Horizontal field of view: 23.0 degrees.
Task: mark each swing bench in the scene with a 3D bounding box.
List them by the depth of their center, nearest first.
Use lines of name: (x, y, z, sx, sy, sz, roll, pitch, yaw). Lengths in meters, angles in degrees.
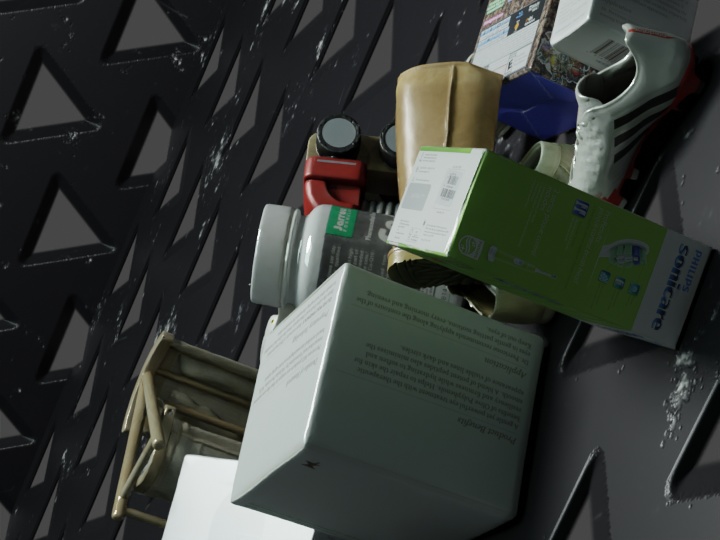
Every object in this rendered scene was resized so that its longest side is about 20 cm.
swing bench: (-0.164, 0.202, 2.012, 0.130, 0.197, 0.201, -58, 20, 31)

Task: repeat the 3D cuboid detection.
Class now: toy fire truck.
toy fire truck: (0.025, -0.033, 1.773, 0.129, 0.174, 0.202, 94, -178, -61)

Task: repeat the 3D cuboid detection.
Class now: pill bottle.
pill bottle: (0.000, 0.000, 1.681, 0.113, 0.198, 0.114, 9, -90, -89)

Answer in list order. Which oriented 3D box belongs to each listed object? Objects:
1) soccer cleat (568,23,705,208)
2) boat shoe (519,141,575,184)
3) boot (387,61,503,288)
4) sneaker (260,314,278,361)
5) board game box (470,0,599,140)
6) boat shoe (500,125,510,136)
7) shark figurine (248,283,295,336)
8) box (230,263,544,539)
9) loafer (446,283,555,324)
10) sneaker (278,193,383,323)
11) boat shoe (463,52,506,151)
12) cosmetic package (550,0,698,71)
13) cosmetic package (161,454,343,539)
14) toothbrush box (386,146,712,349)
soccer cleat: (0.202, -0.116, 1.457, 0.201, 0.084, 0.069, -57, 21, 33)
boat shoe: (0.144, -0.058, 1.603, 0.200, 0.061, 0.073, 129, 156, -48)
boot: (0.105, -0.088, 1.516, 0.066, 0.173, 0.202, 65, -153, -57)
sneaker: (-0.053, 0.054, 1.997, 0.115, 0.073, 0.202, 40, 111, 42)
board game box: (0.188, -0.241, 1.623, 0.159, 0.096, 0.202, -15, 56, 69)
boat shoe: (0.159, -0.234, 1.772, 0.202, 0.057, 0.067, -65, 18, 14)
shark figurine: (-0.014, 0.078, 1.726, 0.215, 0.127, 0.090, 58, 175, 30)
box: (0.021, 0.131, 1.531, 0.200, 0.197, 0.173, 138, 149, -58)
loafer: (0.095, -0.020, 1.563, 0.200, 0.068, 0.076, 41, 127, 42)
sneaker: (-0.025, -0.003, 1.875, 0.201, 0.076, 0.111, -58, 5, -17)
boat shoe: (0.099, -0.126, 1.699, 0.062, 0.075, 0.202, -29, 42, 38)
cosmetic package: (0.237, -0.270, 1.504, 0.074, 0.101, 0.202, -28, 43, 63)
cosmetic package: (-0.090, 0.297, 1.688, 0.198, 0.123, 0.202, 1, 67, 41)
toothbrush box: (0.140, -0.020, 1.341, 0.087, 0.198, 0.145, -68, 17, -2)
